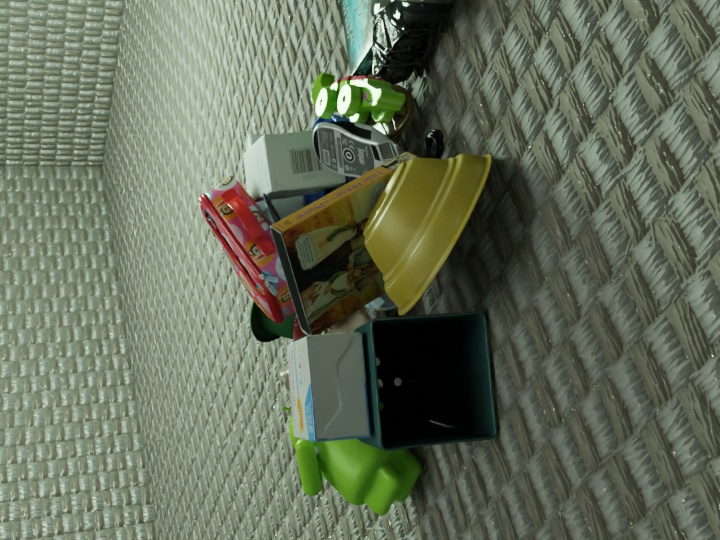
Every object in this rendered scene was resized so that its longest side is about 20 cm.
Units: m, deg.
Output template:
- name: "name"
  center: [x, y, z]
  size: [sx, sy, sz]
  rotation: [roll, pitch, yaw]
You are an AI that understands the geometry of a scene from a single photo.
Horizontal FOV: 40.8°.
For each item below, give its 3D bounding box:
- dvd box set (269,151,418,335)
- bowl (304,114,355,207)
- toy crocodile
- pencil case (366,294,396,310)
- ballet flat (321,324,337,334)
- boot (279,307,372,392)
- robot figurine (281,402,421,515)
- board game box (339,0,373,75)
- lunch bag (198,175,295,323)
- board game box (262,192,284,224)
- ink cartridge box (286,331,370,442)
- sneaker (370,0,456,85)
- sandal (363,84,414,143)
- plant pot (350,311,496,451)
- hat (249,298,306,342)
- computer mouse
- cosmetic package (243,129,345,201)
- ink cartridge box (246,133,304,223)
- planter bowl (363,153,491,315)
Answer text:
- name: "dvd box set"
  center: [-0.001, -0.031, 1.135]
  size: [0.029, 0.198, 0.148]
  rotation: [30, 142, 49]
- name: "bowl"
  center: [-0.037, -0.134, 1.469]
  size: [0.200, 0.039, 0.204]
  rotation: [178, 90, -68]
- name: "toy crocodile"
  center: [-0.005, -0.220, 1.222]
  size: [0.199, 0.066, 0.063]
  rotation: [17, 99, 65]
- name: "pencil case"
  center: [0.000, 0.000, 1.322]
  size: [0.084, 0.091, 0.199]
  rotation: [55, 164, -19]
- name: "ballet flat"
  center: [-0.029, 0.158, 1.442]
  size: [0.076, 0.063, 0.203]
  rotation: [124, 138, -62]
- name: "boot"
  center: [-0.042, 0.117, 1.323]
  size: [0.071, 0.145, 0.200]
  rotation: [59, 175, 8]
- name: "robot figurine"
  center: [-0.014, 0.230, 1.294]
  size: [0.199, 0.174, 0.117]
  rotation: [39, 126, 24]
- name: "board game box"
  center: [0.006, -0.394, 1.357]
  size: [0.135, 0.028, 0.203]
  rotation: [135, 129, -61]
- name: "lunch bag"
  center: [-0.152, -0.035, 1.398]
  size: [0.201, 0.081, 0.177]
  rotation: [52, 168, 23]
- name: "board game box"
  center: [-0.069, -0.021, 1.301]
  size: [0.158, 0.038, 0.202]
  rotation: [36, -151, -89]
- name: "ink cartridge box"
  center: [-0.044, 0.140, 1.145]
  size: [0.200, 0.067, 0.117]
  rotation: [144, 121, -76]
- name: "sneaker"
  center: [0.064, -0.285, 1.172]
  size: [0.199, 0.075, 0.116]
  rotation: [-162, 70, -69]
- name: "sandal"
  center: [0.024, -0.184, 1.294]
  size: [0.200, 0.053, 0.082]
  rotation: [-37, 54, 57]
- name: "plant pot"
  center: [0.052, 0.132, 1.158]
  size: [0.200, 0.139, 0.144]
  rotation: [159, 107, -71]
- name: "hat"
  center: [-0.062, 0.078, 1.515]
  size: [0.174, 0.165, 0.203]
  rotation: [25, 92, 27]
- name: "computer mouse"
  center: [0.024, -0.147, 1.214]
  size: [0.198, 0.044, 0.111]
  rotation: [24, 136, 31]
- name: "cosmetic package"
  center: [-0.099, -0.148, 1.386]
  size: [0.200, 0.111, 0.083]
  rotation: [-178, 80, -73]
- name: "ink cartridge box"
  center: [-0.145, -0.124, 1.613]
  size: [0.201, 0.082, 0.146]
  rotation: [-108, 20, -60]
- name: "planter bowl"
  center: [0.058, -0.059, 1.062]
  size: [0.202, 0.083, 0.200]
  rotation: [-60, 5, 8]
